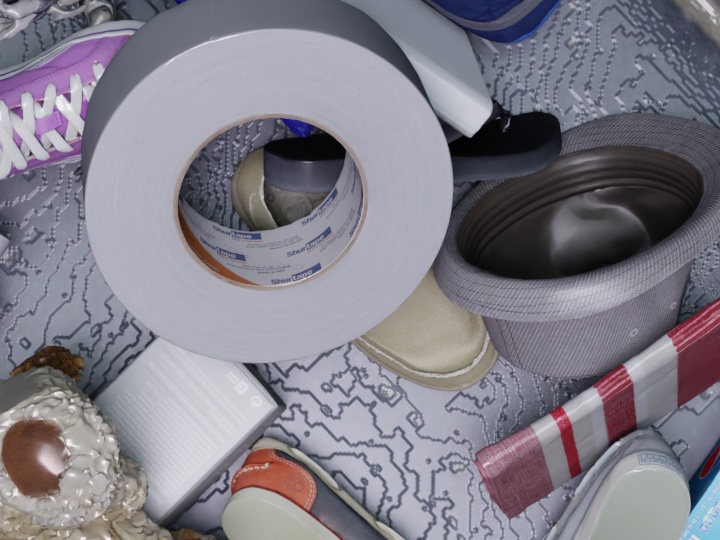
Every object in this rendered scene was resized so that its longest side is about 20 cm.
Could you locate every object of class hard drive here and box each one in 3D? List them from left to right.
[{"bbox_3d":[-0.016,-0.162,1.218,0.199,0.132,0.026,33,109,-20],"label":"hard drive"}]

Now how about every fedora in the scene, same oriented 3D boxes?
[{"bbox_3d":[0.140,-0.004,1.253,0.200,0.176,0.091,-40,128,-35],"label":"fedora"}]

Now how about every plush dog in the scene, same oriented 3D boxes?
[{"bbox_3d":[-0.165,0.144,1.147,0.199,0.160,0.173,-22,100,27],"label":"plush dog"}]

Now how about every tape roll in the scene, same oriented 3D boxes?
[{"bbox_3d":[-0.052,-0.051,1.148,0.199,0.066,0.202,-4,119,-8],"label":"tape roll"}]

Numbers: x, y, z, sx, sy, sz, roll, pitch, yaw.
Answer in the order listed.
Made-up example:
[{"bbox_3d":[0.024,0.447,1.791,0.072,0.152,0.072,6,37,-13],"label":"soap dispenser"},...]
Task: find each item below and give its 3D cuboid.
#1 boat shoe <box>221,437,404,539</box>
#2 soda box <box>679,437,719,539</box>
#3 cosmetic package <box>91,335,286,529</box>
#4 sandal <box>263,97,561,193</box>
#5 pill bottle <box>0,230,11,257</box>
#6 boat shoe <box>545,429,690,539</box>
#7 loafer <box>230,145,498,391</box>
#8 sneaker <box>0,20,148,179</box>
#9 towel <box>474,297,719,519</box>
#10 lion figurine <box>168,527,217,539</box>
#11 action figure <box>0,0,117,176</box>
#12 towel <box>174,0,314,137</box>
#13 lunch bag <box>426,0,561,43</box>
[{"bbox_3d":[0.002,0.180,1.269,0.200,0.063,0.071,41,123,-14],"label":"boat shoe"},{"bbox_3d":[0.262,0.104,1.278,0.068,0.064,0.201,35,88,0],"label":"soda box"},{"bbox_3d":[-0.141,0.120,1.252,0.200,0.107,0.090,-41,87,-4],"label":"cosmetic package"},{"bbox_3d":[0.038,-0.078,1.244,0.199,0.076,0.043,-9,109,-30],"label":"sandal"},{"bbox_3d":[-0.294,0.043,1.249,0.112,0.112,0.201,35,87,1],"label":"pill bottle"},{"bbox_3d":[0.139,0.184,1.267,0.070,0.072,0.202,24,113,-6],"label":"boat shoe"},{"bbox_3d":[0.000,0.000,1.277,0.200,0.068,0.076,39,88,2],"label":"loafer"},{"bbox_3d":[-0.185,-0.075,1.171,0.199,0.114,0.073,-15,111,11],"label":"sneaker"},{"bbox_3d":[0.157,0.073,1.240,0.199,0.144,0.023,-33,72,-2],"label":"towel"},{"bbox_3d":[-0.068,0.241,1.238,0.072,0.122,0.201,-28,89,-2],"label":"lion figurine"},{"bbox_3d":[-0.188,-0.158,1.261,0.101,0.119,0.201,-23,93,-7],"label":"action figure"},{"bbox_3d":[-0.074,-0.170,1.257,0.200,0.148,0.050,46,121,2],"label":"towel"},{"bbox_3d":[0.092,-0.248,1.261,0.136,0.132,0.200,39,88,17],"label":"lunch bag"}]
